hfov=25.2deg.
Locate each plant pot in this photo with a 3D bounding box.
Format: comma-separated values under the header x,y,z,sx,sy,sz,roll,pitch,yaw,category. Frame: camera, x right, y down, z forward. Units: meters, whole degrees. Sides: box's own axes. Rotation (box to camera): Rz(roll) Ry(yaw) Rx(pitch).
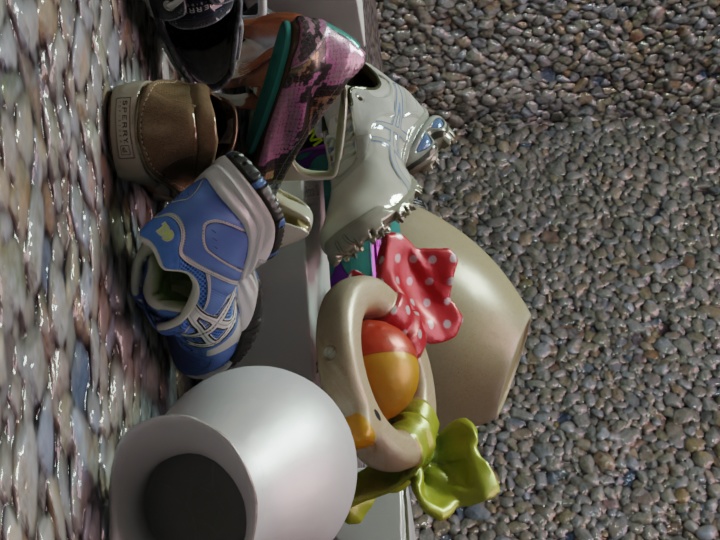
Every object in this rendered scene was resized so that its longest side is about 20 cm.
x,y,z,sx,sy,sz,roll,pitch,yaw,category
0.068,0.059,1.363,0.200,0.133,0.203,19,90,-79,plant pot

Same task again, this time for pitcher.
x,y,z,sx,sy,sz,roll,pitch,yaw,category
-0.079,0.146,0.910,0.200,0.120,0.174,-23,131,-75,pitcher

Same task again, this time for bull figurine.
x,y,z,sx,sy,sz,roll,pitch,yaw,category
-0.060,-0.145,1.195,0.200,0.120,0.066,66,22,-78,bull figurine

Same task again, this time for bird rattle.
x,y,z,sx,sy,sz,roll,pitch,yaw,category
0.024,0.064,1.071,0.163,0.111,0.203,30,56,-60,bird rattle

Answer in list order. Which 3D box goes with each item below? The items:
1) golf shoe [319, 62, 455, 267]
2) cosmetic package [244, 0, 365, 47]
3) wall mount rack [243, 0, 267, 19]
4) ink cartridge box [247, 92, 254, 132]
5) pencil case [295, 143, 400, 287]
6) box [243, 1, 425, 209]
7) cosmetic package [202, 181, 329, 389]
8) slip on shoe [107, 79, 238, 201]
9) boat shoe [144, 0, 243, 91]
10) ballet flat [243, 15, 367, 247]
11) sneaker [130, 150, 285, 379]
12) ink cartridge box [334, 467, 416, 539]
x,y,z,sx,sy,sz,roll,pitch,yaw,category
-0.004,-0.076,1.111,0.097,0.078,0.200,48,27,-12,golf shoe
-0.057,-0.280,1.457,0.200,0.106,0.086,80,6,-68,cosmetic package
-0.094,-0.286,1.223,0.200,0.073,0.176,-84,173,-67,wall mount rack
-0.059,-0.077,1.525,0.117,0.067,0.202,-88,173,-52,ink cartridge box
0.000,0.000,1.230,0.092,0.084,0.203,-13,-97,56,pencil case
-0.027,-0.127,1.397,0.194,0.047,0.200,60,11,8,box
-0.066,0.036,1.133,0.108,0.084,0.203,-36,124,-81,cosmetic package
-0.103,-0.083,0.979,0.200,0.060,0.077,17,69,-85,slip on shoe
-0.103,-0.178,0.971,0.201,0.071,0.068,94,-17,-63,boat shoe
-0.052,-0.064,1.019,0.069,0.070,0.201,-101,-146,-60,ballet flat
-0.102,0.007,0.949,0.076,0.077,0.201,48,-28,20,sneaker
-0.027,0.231,1.215,0.201,0.143,0.085,81,5,-56,ink cartridge box
